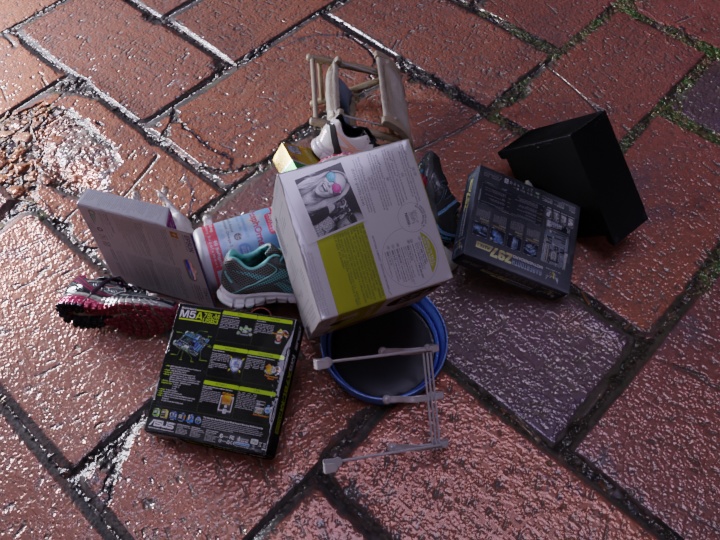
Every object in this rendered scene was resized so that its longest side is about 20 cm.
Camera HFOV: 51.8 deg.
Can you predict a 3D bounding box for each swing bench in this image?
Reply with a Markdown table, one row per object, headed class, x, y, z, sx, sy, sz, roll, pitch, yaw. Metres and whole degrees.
| class | x | y | z | sx | sy | sz | roll | pitch | yaw |
| --- | --- | --- | --- | --- | --- | --- | --- | --- | --- |
| swing bench | 0.000 | -0.305 | 1.408 | 0.195 | 0.131 | 0.202 | -4 | 52 | -2 |

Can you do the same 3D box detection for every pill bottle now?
| class | x | y | z | sx | sy | sz | roll | pitch | yaw |
| --- | --- | --- | --- | --- | --- | --- | --- | --- | --- |
| pill bottle | -0.169 | -0.042 | 1.227 | 0.196 | 0.110 | 0.110 | -18 | 54 | -12 |

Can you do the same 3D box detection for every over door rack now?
| class | x | y | z | sx | sy | sz | roll | pitch | yaw |
| --- | --- | --- | --- | --- | --- | --- | --- | --- | --- |
| over door rack | 0.024 | 0.185 | 1.033 | 0.196 | 0.066 | 0.152 | -4 | 86 | -25 |

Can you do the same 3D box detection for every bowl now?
| class | x | y | z | sx | sy | sz | roll | pitch | yaw |
| --- | --- | --- | --- | --- | --- | --- | --- | --- | --- |
| bowl | 0.035 | 0.111 | 1.144 | 0.195 | 0.040 | 0.205 | 1 | 59 | -1 |

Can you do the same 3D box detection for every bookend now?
| class | x | y | z | sx | sy | sz | roll | pitch | yaw |
| --- | --- | --- | --- | --- | --- | --- | --- | --- | --- |
| bookend | 0.367 | -0.151 | 1.295 | 0.091 | 0.198 | 0.203 | -32 | 103 | -22 |

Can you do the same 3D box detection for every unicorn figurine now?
| class | x | y | z | sx | sy | sz | roll | pitch | yaw |
| --- | --- | --- | --- | --- | --- | --- | --- | --- | --- |
| unicorn figurine | -0.333 | -0.083 | 1.282 | 0.197 | 0.074 | 0.139 | -21 | 64 | -26 |

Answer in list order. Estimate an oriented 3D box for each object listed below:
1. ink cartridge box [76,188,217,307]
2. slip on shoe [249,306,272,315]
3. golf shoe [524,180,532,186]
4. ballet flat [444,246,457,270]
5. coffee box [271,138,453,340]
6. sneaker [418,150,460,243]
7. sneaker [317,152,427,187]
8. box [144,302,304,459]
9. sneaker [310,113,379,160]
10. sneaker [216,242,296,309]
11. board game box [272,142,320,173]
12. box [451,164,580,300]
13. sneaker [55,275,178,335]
| class | x | y | z | sx | sy | sz | roll | pitch | yaw |
| --- | --- | --- | --- | --- | --- | --- | --- | --- | --- |
| ink cartridge box | -0.324 | -0.032 | 1.167 | 0.195 | 0.198 | 0.044 | 14 | 55 | 11 |
| slip on shoe | -0.151 | 0.145 | 1.119 | 0.072 | 0.062 | 0.204 | -3 | 55 | -3 |
| golf shoe | 0.258 | -0.065 | 1.274 | 0.097 | 0.079 | 0.201 | 37 | 65 | 5 |
| ballet flat | 0.072 | -0.042 | 1.235 | 0.195 | 0.070 | 0.071 | 11 | 53 | -2 |
| coffee box | -0.006 | -0.038 | 1.059 | 0.193 | 0.200 | 0.204 | -17 | 82 | -12 |
| sneaker | 0.134 | -0.128 | 1.325 | 0.080 | 0.073 | 0.203 | 19 | 49 | -18 |
| sneaker | 0.018 | -0.141 | 1.223 | 0.195 | 0.080 | 0.077 | 13 | 81 | -14 |
| box | -0.196 | 0.156 | 1.072 | 0.195 | 0.048 | 0.197 | 6 | 68 | 16 |
| sneaker | 0.014 | -0.196 | 1.286 | 0.197 | 0.081 | 0.074 | 26 | 29 | -21 |
| sneaker | -0.127 | 0.000 | 1.160 | 0.196 | 0.093 | 0.078 | -9 | 32 | -22 |
| board game box | -0.037 | -0.142 | 1.278 | 0.197 | 0.041 | 0.154 | 4 | 44 | -42 |
| box | 0.255 | -0.060 | 1.205 | 0.196 | 0.051 | 0.161 | 19 | 69 | -13 |
| sneaker | -0.380 | 0.047 | 1.175 | 0.195 | 0.082 | 0.076 | 8 | 50 | 7 |
